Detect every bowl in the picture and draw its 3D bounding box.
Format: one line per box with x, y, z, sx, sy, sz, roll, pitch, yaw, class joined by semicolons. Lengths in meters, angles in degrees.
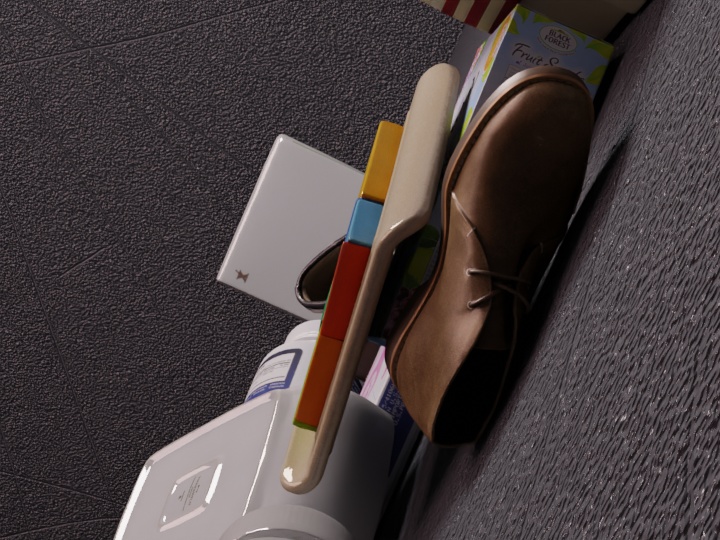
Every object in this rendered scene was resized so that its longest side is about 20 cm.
-0.083;0.161;1.088;0.199;0.075;0.201;-29;29;32;bowl

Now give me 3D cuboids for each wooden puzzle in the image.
0.000;0.000;0.999;0.186;0.037;0.201;-75;6;-56;wooden puzzle

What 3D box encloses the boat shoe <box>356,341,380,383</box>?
0.040;0.002;1.351;0.201;0.059;0.072;-65;-4;24;boat shoe

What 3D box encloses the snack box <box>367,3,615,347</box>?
0.070;-0.041;1.034;0.169;0.067;0.202;164;127;-86;snack box

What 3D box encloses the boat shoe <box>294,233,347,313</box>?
0.023;-0.011;1.264;0.199;0.060;0.075;-28;52;53;boat shoe

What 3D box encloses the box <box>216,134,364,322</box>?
-0.054;-0.038;2.208;0.171;0.198;0.201;135;159;-89;box

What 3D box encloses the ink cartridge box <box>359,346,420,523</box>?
0.001;0.136;1.242;0.200;0.043;0.198;-108;41;-84;ink cartridge box

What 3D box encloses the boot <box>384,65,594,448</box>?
0.071;-0.001;0.862;0.076;0.073;0.202;-108;33;-57;boot

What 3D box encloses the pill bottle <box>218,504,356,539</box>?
-0.047;0.200;0.864;0.200;0.109;0.110;-73;7;-70;pill bottle

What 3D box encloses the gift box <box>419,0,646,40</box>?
0.090;-0.237;1.007;0.187;0.198;0.186;130;158;-77;gift box

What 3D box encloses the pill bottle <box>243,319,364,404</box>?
-0.054;0.136;1.624;0.201;0.110;0.112;-69;4;-54;pill bottle
